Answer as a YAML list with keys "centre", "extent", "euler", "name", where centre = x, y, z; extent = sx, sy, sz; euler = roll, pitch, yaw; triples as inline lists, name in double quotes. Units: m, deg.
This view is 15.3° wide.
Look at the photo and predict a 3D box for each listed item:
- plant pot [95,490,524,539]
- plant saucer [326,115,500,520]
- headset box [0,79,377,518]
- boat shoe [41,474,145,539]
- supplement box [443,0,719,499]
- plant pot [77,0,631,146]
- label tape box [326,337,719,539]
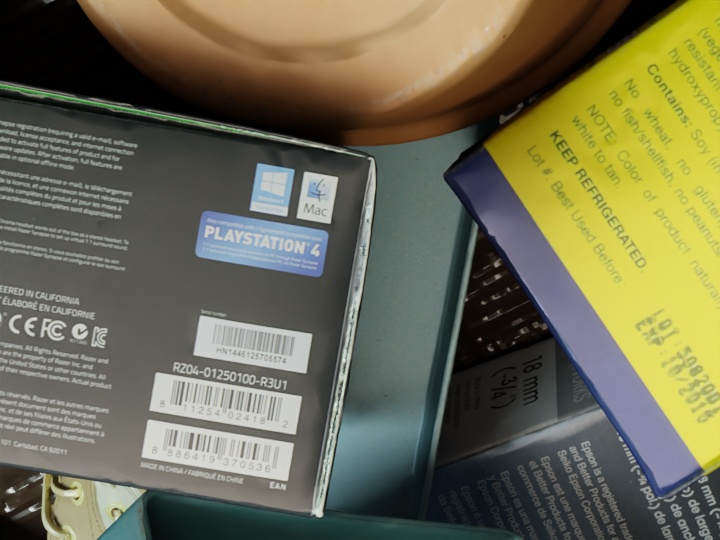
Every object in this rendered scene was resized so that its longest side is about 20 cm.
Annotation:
- centre: [-0.050, 0.176, 0.790]
  extent: [0.141, 0.142, 0.200]
  euler: [10, 145, -37]
  name: "plant pot"
- centre: [0.000, 0.000, 0.833]
  extent: [0.069, 0.019, 0.201]
  euler: [11, 97, 7]
  name: "plant saucer"
- centre: [-0.089, -0.001, 0.734]
  extent: [0.173, 0.200, 0.093]
  euler: [10, 91, -2]
  name: "headset box"
- centre: [-0.071, 0.079, 0.889]
  extent: [0.066, 0.074, 0.201]
  euler: [-19, 114, 9]
  name: "boat shoe"
- centre: [0.136, -0.042, 0.753]
  extent: [0.199, 0.110, 0.109]
  euler: [-34, 92, 8]
  name: "supplement box"
- centre: [-0.007, -0.120, 0.727]
  extent: [0.199, 0.140, 0.201]
  euler: [2, 107, 6]
  name: "plant pot"
- centre: [0.097, 0.092, 0.884]
  extent: [0.199, 0.063, 0.145]
  euler: [-21, 113, 13]
  name: "label tape box"
